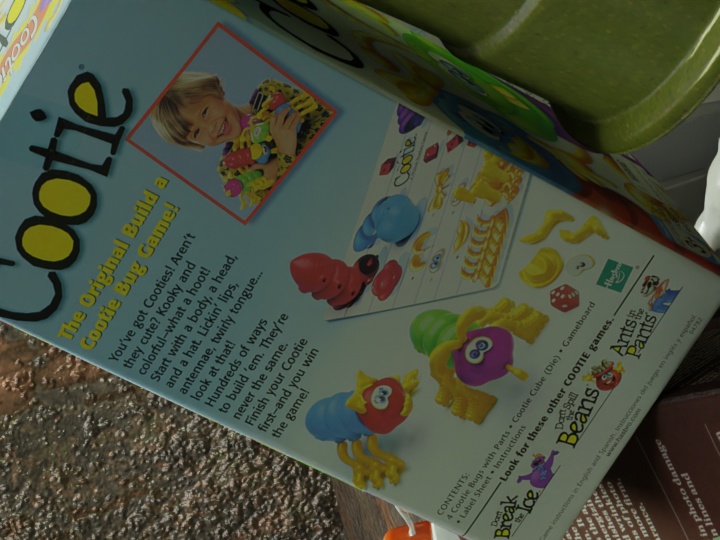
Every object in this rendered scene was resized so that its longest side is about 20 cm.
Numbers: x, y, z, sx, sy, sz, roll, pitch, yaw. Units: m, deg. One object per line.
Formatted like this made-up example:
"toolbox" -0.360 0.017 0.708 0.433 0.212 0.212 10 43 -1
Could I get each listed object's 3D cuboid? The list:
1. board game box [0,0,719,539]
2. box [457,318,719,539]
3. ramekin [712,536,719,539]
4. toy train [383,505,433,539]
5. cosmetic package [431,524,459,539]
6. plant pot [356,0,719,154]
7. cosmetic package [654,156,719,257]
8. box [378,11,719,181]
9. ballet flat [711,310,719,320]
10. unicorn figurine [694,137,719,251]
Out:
"board game box" -0.016 -0.018 0.723 0.105 0.199 0.103 -57 23 14
"box" 0.109 0.071 0.771 0.200 0.075 0.100 -18 101 59
"ramekin" 0.131 0.127 0.563 0.200 0.199 0.098 82 177 -52
"toy train" 0.005 0.082 1.105 0.200 0.055 0.151 -98 -8 -56
"cosmetic package" 0.074 0.108 1.042 0.102 0.071 0.201 58 -161 -50
"plant pot" 0.002 -0.148 0.659 0.200 0.189 0.201 -167 90 -75
"cosmetic package" 0.074 -0.081 1.013 0.108 0.084 0.201 78 172 -58
"box" 0.021 -0.084 0.931 0.041 0.199 0.156 86 165 -58
"ballet flat" 0.143 0.101 0.884 0.067 0.057 0.201 76 -177 -52
"unicorn figurine" 0.130 -0.010 0.817 0.200 0.074 0.137 58 161 11
